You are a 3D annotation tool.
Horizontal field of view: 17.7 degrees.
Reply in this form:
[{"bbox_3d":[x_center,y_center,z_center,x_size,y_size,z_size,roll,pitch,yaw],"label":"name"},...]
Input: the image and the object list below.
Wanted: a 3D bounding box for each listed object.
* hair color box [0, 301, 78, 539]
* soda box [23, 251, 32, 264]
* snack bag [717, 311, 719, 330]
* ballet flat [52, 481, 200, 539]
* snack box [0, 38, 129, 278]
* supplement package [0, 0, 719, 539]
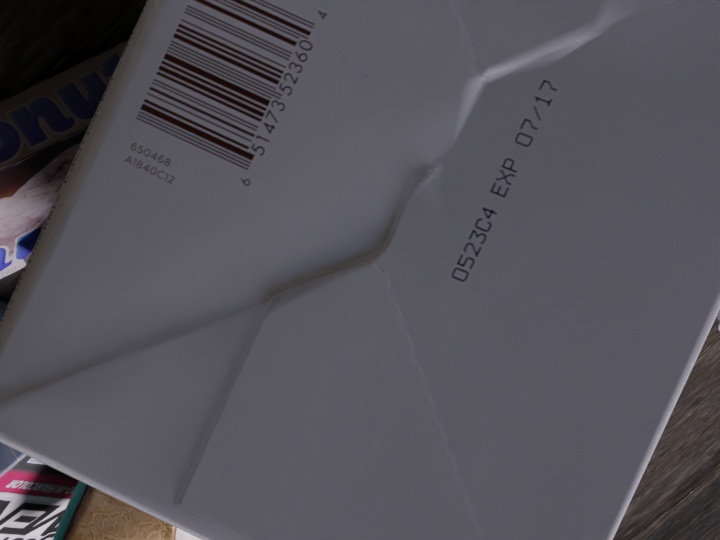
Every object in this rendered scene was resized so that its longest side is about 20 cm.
[{"bbox_3d":[-0.174,0.098,0.840,0.200,0.061,0.099,-40,162,10],"label":"hair color box"},{"bbox_3d":[-0.005,-0.036,0.736,0.200,0.063,0.068,-39,164,2],"label":"soda box"},{"bbox_3d":[0.134,-0.108,0.712,0.021,0.200,0.189,2,147,-17],"label":"snack bag"},{"bbox_3d":[-0.036,0.039,0.807,0.200,0.072,0.068,-62,161,-11],"label":"ballet flat"},{"bbox_3d":[-0.097,-0.032,0.718,0.200,0.024,0.072,-29,161,-24],"label":"snack box"},{"bbox_3d":[0.021,-0.022,0.595,0.192,0.147,0.200,-64,177,1],"label":"supplement package"}]
